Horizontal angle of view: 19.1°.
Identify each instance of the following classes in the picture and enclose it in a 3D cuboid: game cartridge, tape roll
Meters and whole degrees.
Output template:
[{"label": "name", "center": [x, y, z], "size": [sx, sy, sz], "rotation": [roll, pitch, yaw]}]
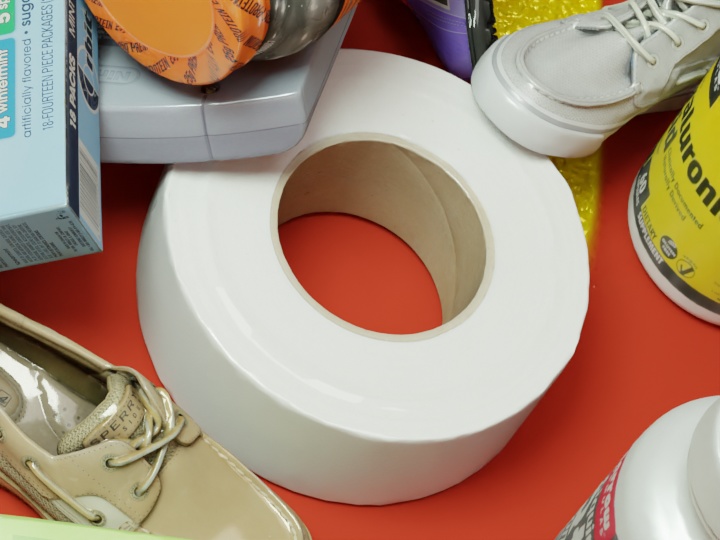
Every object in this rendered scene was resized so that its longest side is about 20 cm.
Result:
[{"label": "game cartridge", "center": [-0.107, -0.103, 0.957], "size": [0.198, 0.041, 0.134], "rotation": [6, 40, 15]}, {"label": "tape roll", "center": [0.000, 0.000, 0.967], "size": [0.200, 0.071, 0.204], "rotation": [8, 59, -14]}]

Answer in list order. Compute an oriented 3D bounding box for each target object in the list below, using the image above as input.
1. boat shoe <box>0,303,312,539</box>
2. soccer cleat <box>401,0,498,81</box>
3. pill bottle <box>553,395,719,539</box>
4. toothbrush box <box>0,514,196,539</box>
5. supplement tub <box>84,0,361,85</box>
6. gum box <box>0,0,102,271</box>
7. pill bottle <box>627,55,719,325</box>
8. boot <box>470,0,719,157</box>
[{"label": "boat shoe", "center": [-0.106, 0.076, 0.889], "size": [0.199, 0.065, 0.072], "rotation": [29, 56, -2]}, {"label": "soccer cleat", "center": [0.022, -0.179, 1.092], "size": [0.072, 0.068, 0.202], "rotation": [-14, 68, 1]}, {"label": "pill bottle", "center": [0.142, 0.120, 0.866], "size": [0.110, 0.200, 0.112], "rotation": [8, 57, -13]}, {"label": "toothbrush box", "center": [-0.060, 0.185, 0.819], "size": [0.198, 0.086, 0.147], "rotation": [8, 67, -12]}, {"label": "supplement tub", "center": [-0.026, -0.172, 0.904], "size": [0.122, 0.123, 0.200], "rotation": [41, 55, 7]}, {"label": "gum box", "center": [-0.209, -0.071, 0.898], "size": [0.198, 0.045, 0.171], "rotation": [-11, 61, 10]}, {"label": "pill bottle", "center": [0.210, -0.065, 0.997], "size": [0.110, 0.200, 0.112], "rotation": [9, 58, -14]}, {"label": "boot", "center": [0.133, -0.119, 1.026], "size": [0.074, 0.096, 0.199], "rotation": [47, 34, 13]}]
